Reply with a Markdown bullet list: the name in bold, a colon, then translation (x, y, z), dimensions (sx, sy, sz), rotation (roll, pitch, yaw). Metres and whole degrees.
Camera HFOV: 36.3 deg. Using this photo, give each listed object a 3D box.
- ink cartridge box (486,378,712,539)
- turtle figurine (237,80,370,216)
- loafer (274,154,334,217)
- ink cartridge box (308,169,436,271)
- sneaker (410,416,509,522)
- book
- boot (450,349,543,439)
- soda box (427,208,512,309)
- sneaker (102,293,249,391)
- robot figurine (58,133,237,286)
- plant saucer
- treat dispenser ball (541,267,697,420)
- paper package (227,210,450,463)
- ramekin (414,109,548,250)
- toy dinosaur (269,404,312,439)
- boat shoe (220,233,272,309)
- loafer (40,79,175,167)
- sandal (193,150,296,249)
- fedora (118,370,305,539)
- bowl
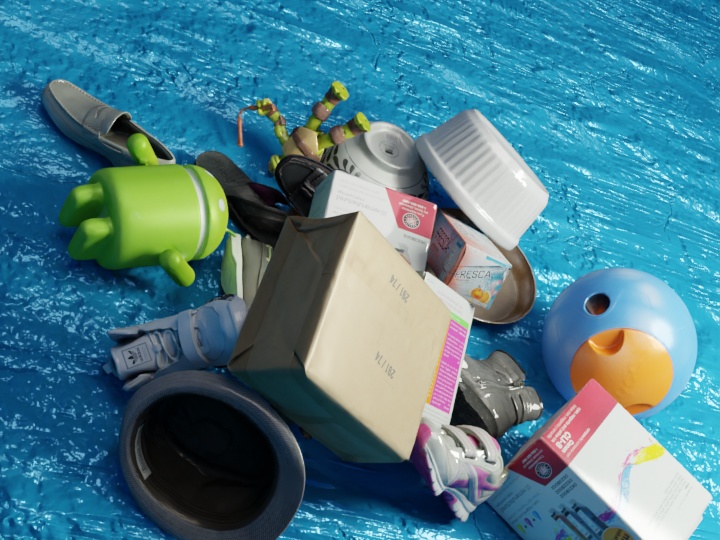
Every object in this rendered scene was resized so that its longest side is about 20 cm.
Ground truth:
- **ink cartridge box**: translation (0.278, 0.267, 1.297), dimensions (0.200, 0.146, 0.144), rotation (44, 44, 10)
- **turtle figurine**: translation (-0.065, -0.165, 1.473), dimensions (0.201, 0.161, 0.064), rotation (59, 18, 12)
- **loafer**: translation (-0.028, -0.073, 1.422), dimensions (0.200, 0.072, 0.063), rotation (43, 7, -14)
- **ink cartridge box**: translation (0.000, 0.000, 1.344), dimensions (0.144, 0.083, 0.202), rotation (18, 71, -17)
- **sneaker**: translation (0.106, 0.203, 1.212), dimensions (0.082, 0.088, 0.200), rotation (54, 1, 34)
- **book**: translation (0.071, 0.117, 1.272), dimensions (0.133, 0.048, 0.202), rotation (31, 68, -47)
- **boot**: translation (0.139, 0.125, 1.401), dimensions (0.131, 0.070, 0.201), rotation (-22, 78, -46)
- **soda box**: translation (0.130, -0.018, 1.400), dimensions (0.068, 0.064, 0.200), rotation (25, 12, -12)
- **sneaker**: translation (-0.192, 0.080, 1.140), dimensions (0.114, 0.200, 0.076), rotation (-16, 88, -33)
- **robot figurine**: translation (-0.242, -0.064, 1.276), dimensions (0.199, 0.116, 0.177), rotation (-7, 65, -34)
- **plant saucer**: translation (0.154, -0.001, 1.537), dimensions (0.199, 0.032, 0.201), rotation (17, 46, -18)
- **treat dispenser ball**: translation (0.339, 0.097, 1.443), dimensions (0.199, 0.201, 0.202), rotation (17, 46, -19)
- **paper package**: translation (-0.013, 0.068, 1.118), dimensions (0.200, 0.103, 0.192), rotation (44, 55, -41)
- **ramekin**: translation (0.174, -0.132, 1.514), dimensions (0.202, 0.094, 0.203), rotation (46, 14, -15)
- **toy dinosaur**: translation (-0.052, 0.133, 1.215), dimensions (0.077, 0.102, 0.200), rotation (48, 7, 24)
- **boat shoe**: translation (-0.129, 0.038, 1.294), dimensions (0.060, 0.072, 0.203), rotation (10, 45, -18)
- **loafer**: translation (-0.310, -0.177, 1.367), dimensions (0.199, 0.070, 0.070), rotation (37, 43, 1)
- **sandal**: translation (-0.135, -0.087, 1.415), dimensions (0.200, 0.048, 0.075), rotation (41, 43, 6)
- **fedora**: translation (-0.146, 0.184, 1.117), dimensions (0.199, 0.178, 0.090), rotation (29, 14, 2)
- **bowl**: translation (0.025, -0.144, 1.534), dimensions (0.199, 0.094, 0.202), rotation (18, 46, -20)
